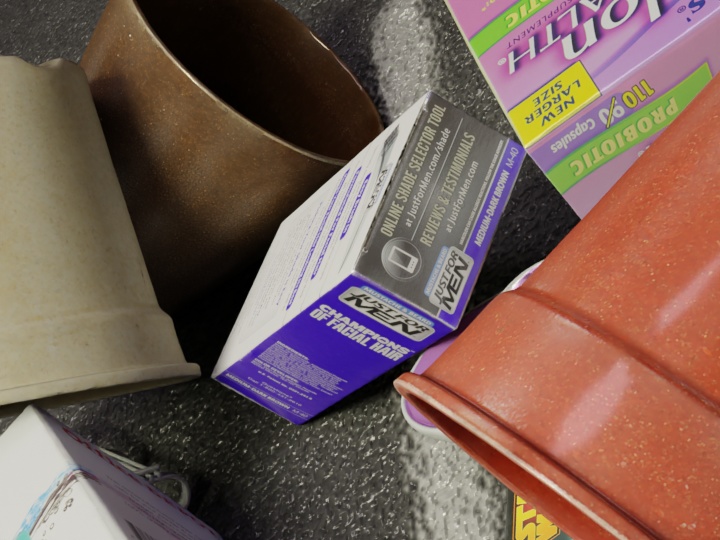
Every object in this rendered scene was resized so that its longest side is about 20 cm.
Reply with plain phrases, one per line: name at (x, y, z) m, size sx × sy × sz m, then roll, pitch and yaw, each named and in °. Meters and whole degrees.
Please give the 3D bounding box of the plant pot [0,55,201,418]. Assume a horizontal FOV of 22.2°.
plant pot at (-0.201, -0.014, 1.005) m, size 0.200 × 0.200 × 0.184 m, roll -14°, pitch 84°, yaw 41°

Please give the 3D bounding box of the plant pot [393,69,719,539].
plant pot at (0.149, 0.024, 0.633) m, size 0.195 × 0.201 × 0.201 m, roll -52°, pitch 33°, yaw -5°

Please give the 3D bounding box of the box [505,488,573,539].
box at (0.130, 0.066, 0.812) m, size 0.137 × 0.040 × 0.200 m, roll -27°, pitch 39°, yaw 31°

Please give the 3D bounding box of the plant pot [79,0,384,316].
plant pot at (-0.119, -0.060, 1.130) m, size 0.200 × 0.187 × 0.187 m, roll -49°, pitch 30°, yaw 24°

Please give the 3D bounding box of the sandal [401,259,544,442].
sandal at (0.088, 0.022, 0.822) m, size 0.203 × 0.050 × 0.082 m, roll -20°, pitch 42°, yaw 41°

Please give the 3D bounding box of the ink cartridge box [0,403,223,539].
ink cartridge box at (-0.127, 0.191, 0.885) m, size 0.146 × 0.147 × 0.200 m, roll -50°, pitch 32°, yaw -1°

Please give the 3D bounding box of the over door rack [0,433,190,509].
over door rack at (-0.218, 0.133, 1.035) m, size 0.148 × 0.200 × 0.067 m, roll 11°, pitch 100°, yaw 53°

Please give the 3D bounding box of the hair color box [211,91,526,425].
hair color box at (0.000, 0.000, 0.952) m, size 0.200 × 0.065 × 0.109 m, roll -39°, pitch 24°, yaw 61°

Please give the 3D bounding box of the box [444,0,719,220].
box at (0.150, -0.130, 0.928) m, size 0.176 × 0.097 × 0.200 m, roll -35°, pitch 35°, yaw 12°
